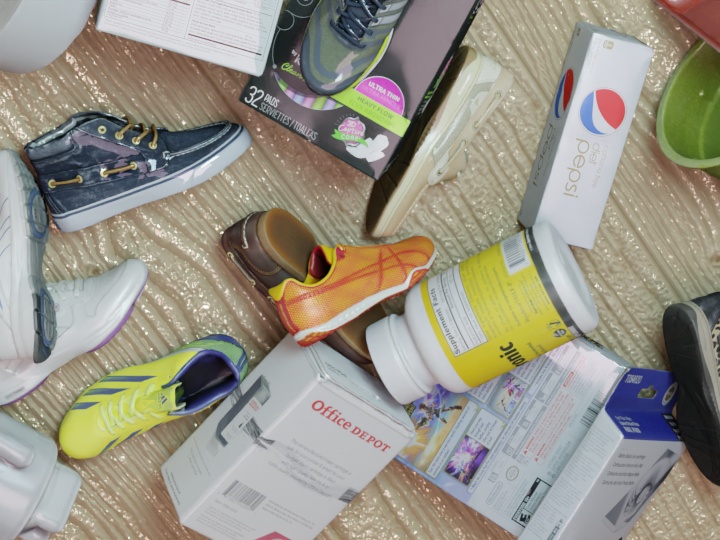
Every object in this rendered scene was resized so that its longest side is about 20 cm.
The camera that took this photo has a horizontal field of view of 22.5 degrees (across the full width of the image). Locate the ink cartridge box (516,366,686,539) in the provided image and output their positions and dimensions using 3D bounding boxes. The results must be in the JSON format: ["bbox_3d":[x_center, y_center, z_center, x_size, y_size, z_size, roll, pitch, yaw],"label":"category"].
[{"bbox_3d":[0.252,0.190,1.752,0.041,0.199,0.201,35,102,26],"label":"ink cartridge box"}]

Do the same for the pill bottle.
[{"bbox_3d":[0.110,0.045,1.676,0.199,0.111,0.112,-27,108,14],"label":"pill bottle"}]

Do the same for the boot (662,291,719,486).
[{"bbox_3d":[0.379,0.098,1.772,0.150,0.073,0.201,-25,110,-25],"label":"boot"}]

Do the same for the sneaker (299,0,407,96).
[{"bbox_3d":[0.008,-0.235,1.506,0.074,0.081,0.201,31,101,3],"label":"sneaker"}]

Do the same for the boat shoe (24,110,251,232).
[{"bbox_3d":[-0.204,-0.112,1.656,0.199,0.071,0.091,-23,112,2],"label":"boat shoe"}]

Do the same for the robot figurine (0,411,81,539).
[{"bbox_3d":[-0.364,0.183,1.695,0.199,0.113,0.170,31,139,-17],"label":"robot figurine"}]

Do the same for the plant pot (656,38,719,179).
[{"bbox_3d":[0.412,-0.126,1.687,0.190,0.200,0.200,37,99,-27],"label":"plant pot"}]

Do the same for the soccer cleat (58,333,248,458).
[{"bbox_3d":[-0.199,0.122,1.718,0.199,0.084,0.065,-27,107,1],"label":"soccer cleat"}]

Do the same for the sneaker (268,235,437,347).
[{"bbox_3d":[0.000,0.000,1.674,0.073,0.200,0.077,-29,89,44],"label":"sneaker"}]

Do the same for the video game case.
[{"bbox_3d":[0.141,0.133,1.757,0.181,0.045,0.201,32,100,6],"label":"video game case"}]

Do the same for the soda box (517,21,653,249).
[{"bbox_3d":[0.211,-0.127,1.708,0.063,0.068,0.201,13,104,-11],"label":"soda box"}]

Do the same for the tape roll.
[{"bbox_3d":[-0.300,-0.271,1.532,0.071,0.202,0.203,10,108,-47],"label":"tape roll"}]

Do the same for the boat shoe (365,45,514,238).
[{"bbox_3d":[0.073,-0.110,1.695,0.065,0.072,0.201,26,101,-20],"label":"boat shoe"}]

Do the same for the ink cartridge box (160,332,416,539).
[{"bbox_3d":[-0.069,0.171,1.720,0.200,0.085,0.145,-45,130,13],"label":"ink cartridge box"}]

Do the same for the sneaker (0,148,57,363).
[{"bbox_3d":[-0.327,-0.013,1.643,0.087,0.075,0.201,-6,76,7],"label":"sneaker"}]

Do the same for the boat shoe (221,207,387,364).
[{"bbox_3d":[-0.049,0.018,1.721,0.070,0.071,0.200,-21,122,37],"label":"boat shoe"}]

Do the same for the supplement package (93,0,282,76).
[{"bbox_3d":[-0.134,-0.285,1.544,0.146,0.191,0.201,15,97,-11],"label":"supplement package"}]

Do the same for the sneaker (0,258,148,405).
[{"bbox_3d":[-0.290,0.042,1.688,0.200,0.075,0.100,-35,108,4],"label":"sneaker"}]

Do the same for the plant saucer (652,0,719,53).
[{"bbox_3d":[0.384,-0.258,1.628,0.199,0.200,0.037,-31,117,2],"label":"plant saucer"}]

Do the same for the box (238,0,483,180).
[{"bbox_3d":[0.007,-0.206,1.615,0.148,0.124,0.201,30,100,1],"label":"box"}]
